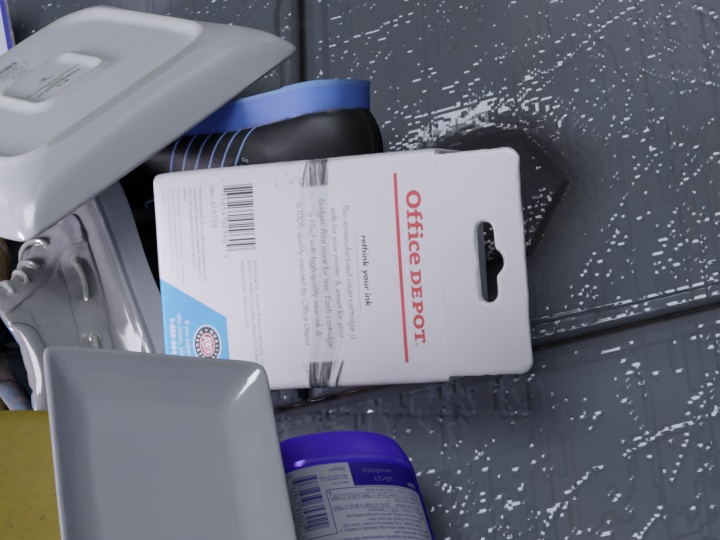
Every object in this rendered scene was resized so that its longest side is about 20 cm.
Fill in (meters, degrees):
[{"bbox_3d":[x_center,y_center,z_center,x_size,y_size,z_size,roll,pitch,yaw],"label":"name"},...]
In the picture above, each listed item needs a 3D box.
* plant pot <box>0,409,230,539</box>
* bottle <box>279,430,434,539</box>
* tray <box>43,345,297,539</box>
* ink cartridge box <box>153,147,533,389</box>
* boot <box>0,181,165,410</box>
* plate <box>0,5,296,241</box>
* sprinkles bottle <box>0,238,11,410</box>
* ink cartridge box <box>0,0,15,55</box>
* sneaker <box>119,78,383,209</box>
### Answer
[{"bbox_3d":[-0.137,0.180,1.057,0.199,0.196,0.195,-12,49,-6],"label":"plant pot"},{"bbox_3d":[0.004,0.168,1.069,0.083,0.065,0.201,-2,48,-18],"label":"bottle"},{"bbox_3d":[-0.081,0.118,0.994,0.107,0.022,0.201,7,46,-21],"label":"tray"},{"bbox_3d":[0.000,0.000,1.169,0.199,0.068,0.117,-3,91,23],"label":"ink cartridge box"},{"bbox_3d":[-0.170,0.004,1.244,0.095,0.074,0.200,-9,50,-27],"label":"boot"},{"bbox_3d":[-0.167,-0.095,1.283,0.199,0.032,0.200,-39,31,-27],"label":"plate"},{"bbox_3d":[-0.221,0.067,1.255,0.068,0.068,0.201,-19,50,11],"label":"sprinkles bottle"},{"bbox_3d":[-0.289,-0.070,1.406,0.199,0.041,0.200,-22,51,8],"label":"ink cartridge box"},{"bbox_3d":[-0.074,-0.048,1.273,0.199,0.070,0.078,-13,82,35],"label":"sneaker"}]
